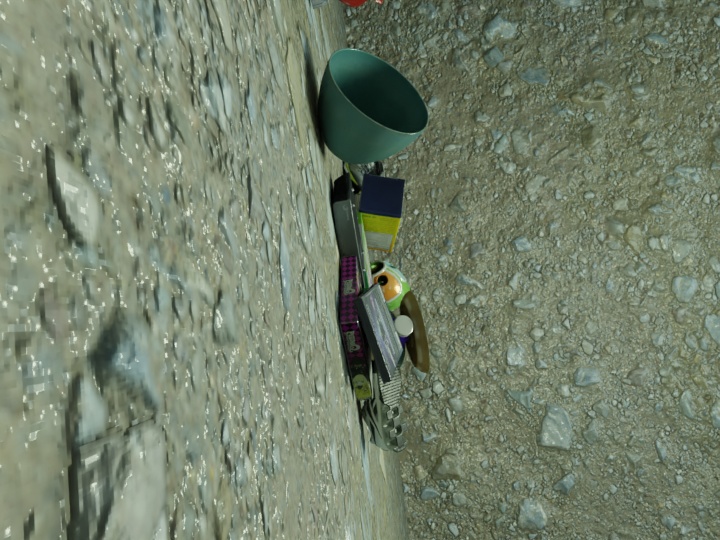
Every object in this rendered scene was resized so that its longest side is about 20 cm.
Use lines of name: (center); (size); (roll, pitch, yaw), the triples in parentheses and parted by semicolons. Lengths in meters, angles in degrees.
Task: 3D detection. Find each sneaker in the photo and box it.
sneaker: (-0.002, -0.285, 1.414); (0.201, 0.080, 0.074); (-96, 166, -49)
sneaker: (0.033, 0.248, 0.994); (0.074, 0.088, 0.203); (2, 81, -47)

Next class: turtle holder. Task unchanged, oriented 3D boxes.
turtle holder: (0.066, 0.034, 1.479); (0.133, 0.140, 0.186); (62, 22, -27)

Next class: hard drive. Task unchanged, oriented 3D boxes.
hard drive: (-0.022, -0.078, 1.022); (0.135, 0.042, 0.202); (-93, 174, -55)

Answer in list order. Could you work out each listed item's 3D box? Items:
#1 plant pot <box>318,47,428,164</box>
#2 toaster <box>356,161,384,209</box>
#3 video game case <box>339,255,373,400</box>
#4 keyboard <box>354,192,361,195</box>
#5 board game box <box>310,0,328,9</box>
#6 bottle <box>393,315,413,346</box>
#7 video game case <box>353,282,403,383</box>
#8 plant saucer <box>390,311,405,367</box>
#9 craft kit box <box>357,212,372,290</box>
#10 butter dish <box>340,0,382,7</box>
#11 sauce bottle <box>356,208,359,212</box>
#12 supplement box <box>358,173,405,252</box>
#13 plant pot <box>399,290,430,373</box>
plant pot: (0.003, -0.270, 0.910); (0.135, 0.198, 0.202); (-48, -144, 43)
toaster: (0.026, -0.273, 1.657); (0.201, 0.112, 0.130); (-95, 179, -54)
video game case: (-0.007, 0.102, 0.939); (0.201, 0.035, 0.183); (-92, 174, -56)
keyboard: (-0.013, -0.206, 1.468); (0.201, 0.039, 0.105); (-94, 176, -58)
board game box: (-0.086, -0.642, 1.004); (0.200, 0.061, 0.203); (-21, 104, -86)
bottle: (0.067, 0.162, 1.221); (0.084, 0.065, 0.200); (67, -26, 18)
video game case: (0.037, 0.103, 0.914); (0.200, 0.019, 0.144); (-29, 99, -78)
plant saucer: (0.070, 0.181, 1.351); (0.200, 0.036, 0.202); (170, -90, -67)
craft kit box: (0.000, 0.000, 1.236); (0.201, 0.048, 0.199); (79, 2, -46)
butter dish: (-0.049, -0.816, 1.410); (0.198, 0.147, 0.202); (19, 57, -40)
sauce bottle: (0.011, -0.154, 1.577); (0.200, 0.064, 0.066); (42, 41, -82)
supplement box: (0.047, -0.146, 1.336); (0.200, 0.107, 0.111); (101, -3, -64)
plant pot: (0.127, 0.150, 1.232); (0.200, 0.027, 0.203); (170, -90, -85)
